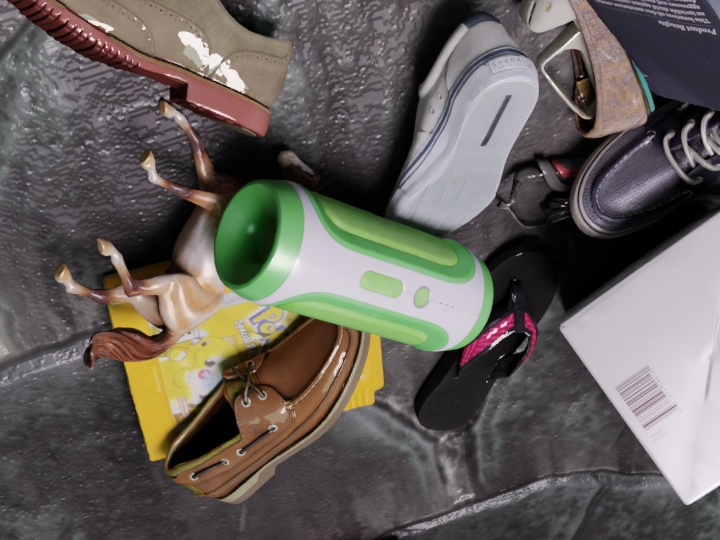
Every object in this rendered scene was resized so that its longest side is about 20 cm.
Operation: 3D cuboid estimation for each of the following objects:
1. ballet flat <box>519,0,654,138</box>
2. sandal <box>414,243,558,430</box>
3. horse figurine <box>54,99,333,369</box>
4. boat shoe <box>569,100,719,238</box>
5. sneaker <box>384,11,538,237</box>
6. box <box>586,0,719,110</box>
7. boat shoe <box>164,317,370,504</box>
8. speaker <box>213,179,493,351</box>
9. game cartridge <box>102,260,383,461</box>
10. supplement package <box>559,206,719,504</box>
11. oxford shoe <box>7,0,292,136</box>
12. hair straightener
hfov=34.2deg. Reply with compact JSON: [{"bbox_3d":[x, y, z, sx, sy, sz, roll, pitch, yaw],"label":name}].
[{"bbox_3d":[0.147,-0.165,0.792,0.067,0.068,0.201,-23,129,8],"label":"ballet flat"},{"bbox_3d":[0.110,0.066,0.966,0.075,0.045,0.201,11,122,-26],"label":"sandal"},{"bbox_3d":[-0.120,-0.016,0.795,0.132,0.050,0.201,36,79,-39],"label":"horse figurine"},{"bbox_3d":[0.243,-0.094,0.838,0.200,0.093,0.075,-36,93,-6],"label":"boat shoe"},{"bbox_3d":[0.066,-0.095,0.817,0.073,0.071,0.200,0,147,-24],"label":"sneaker"},{"bbox_3d":[0.226,-0.230,0.692,0.198,0.123,0.201,39,84,-38],"label":"box"},{"bbox_3d":[-0.072,0.101,0.875,0.068,0.072,0.200,24,114,-35],"label":"boat shoe"},{"bbox_3d":[0.000,0.000,0.806,0.199,0.089,0.089,18,119,-40],"label":"speaker"},{"bbox_3d":[-0.082,0.057,0.902,0.199,0.033,0.177,-13,129,-8],"label":"game cartridge"},{"bbox_3d":[0.254,0.055,0.878,0.150,0.200,0.152,-36,84,10],"label":"supplement package"},{"bbox_3d":[-0.132,-0.156,0.714,0.199,0.070,0.075,26,88,-31],"label":"oxford shoe"},{"bbox_3d":[0.197,-0.054,0.907,0.199,0.041,0.077,-8,128,-15],"label":"hair straightener"}]
